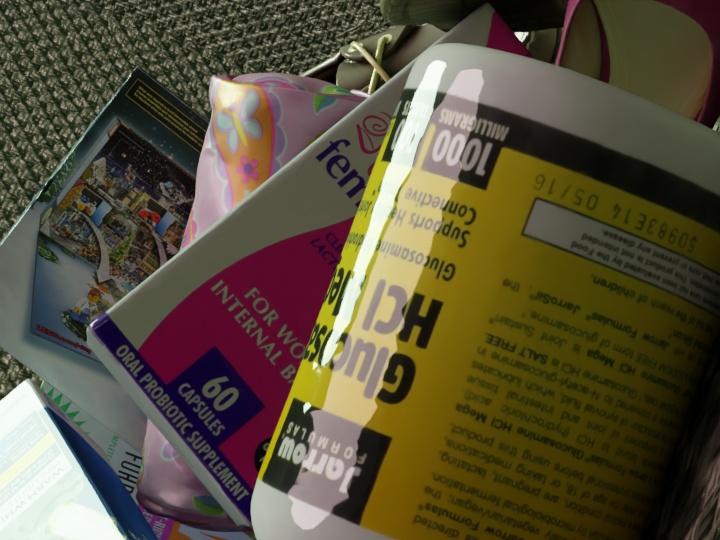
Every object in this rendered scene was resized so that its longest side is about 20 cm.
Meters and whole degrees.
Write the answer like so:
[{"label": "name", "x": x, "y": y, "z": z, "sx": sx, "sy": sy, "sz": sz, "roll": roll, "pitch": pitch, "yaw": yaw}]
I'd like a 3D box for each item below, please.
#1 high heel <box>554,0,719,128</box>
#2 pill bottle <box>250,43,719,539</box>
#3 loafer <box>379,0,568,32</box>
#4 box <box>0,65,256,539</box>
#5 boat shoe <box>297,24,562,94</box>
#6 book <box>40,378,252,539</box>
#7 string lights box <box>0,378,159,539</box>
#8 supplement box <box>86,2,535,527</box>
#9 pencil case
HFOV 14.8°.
[{"label": "high heel", "x": 0.083, "y": -0.048, "z": 0.928, "sx": 0.096, "sy": 0.067, "sz": 0.200, "roll": -59, "pitch": -9, "yaw": -39}, {"label": "pill bottle", "x": 0.035, "y": 0.044, "z": 0.810, "sx": 0.112, "sy": 0.112, "sz": 0.200, "roll": 161, "pitch": 129, "yaw": -86}, {"label": "loafer", "x": 0.045, "y": -0.134, "z": 1.108, "sx": 0.200, "sy": 0.076, "sz": 0.068, "roll": 16, "pitch": -116, "yaw": -83}, {"label": "box", "x": -0.063, "y": 0.023, "z": 1.240, "sx": 0.137, "sy": 0.200, "sz": 0.038, "roll": -52, "pitch": 4, "yaw": -1}, {"label": "boat shoe", "x": 0.007, "y": -0.073, "z": 1.261, "sx": 0.200, "sy": 0.059, "sz": 0.072, "roll": -28, "pitch": 57, "yaw": 34}, {"label": "book", "x": -0.064, "y": 0.112, "z": 1.300, "sx": 0.048, "sy": 0.200, "sz": 0.134, "roll": -75, "pitch": 6, "yaw": -69}, {"label": "string lights box", "x": -0.125, "y": 0.138, "z": 1.108, "sx": 0.103, "sy": 0.059, "sz": 0.200, "roll": -41, "pitch": 35, "yaw": -1}, {"label": "supplement box", "x": 0.000, "y": 0.000, "z": 1.088, "sx": 0.200, "sy": 0.101, "sz": 0.103, "roll": -40, "pitch": 0, "yaw": -8}, {"label": "pencil case", "x": -0.041, "y": 0.016, "z": 1.182, "sx": 0.087, "sy": 0.087, "sz": 0.201, "roll": -143, "pitch": 63, "yaw": -87}]
